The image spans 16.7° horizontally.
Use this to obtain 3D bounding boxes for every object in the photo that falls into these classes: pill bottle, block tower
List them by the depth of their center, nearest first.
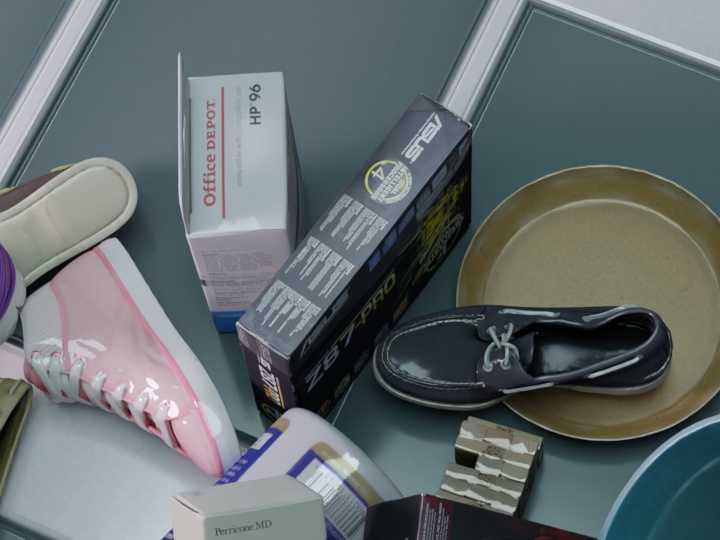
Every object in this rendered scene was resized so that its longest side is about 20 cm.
[{"bbox_3d":[-0.069,0.196,1.552,0.120,0.120,0.200,40,75,19],"label":"pill bottle"},{"bbox_3d":[0.062,0.193,1.580,0.057,0.054,0.201,15,68,11],"label":"block tower"}]

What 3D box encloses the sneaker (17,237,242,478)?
[{"bbox_3d":[-0.160,0.077,1.635,0.104,0.076,0.201,-29,60,-13],"label":"sneaker"}]

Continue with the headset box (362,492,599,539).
[{"bbox_3d":[0.077,0.227,1.494,0.199,0.075,0.150,17,71,-25],"label":"headset box"}]

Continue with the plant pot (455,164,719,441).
[{"bbox_3d":[0.164,0.024,1.661,0.198,0.028,0.202,-2,66,4],"label":"plant pot"}]

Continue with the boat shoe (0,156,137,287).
[{"bbox_3d":[-0.247,-0.019,1.693,0.199,0.060,0.072,-29,98,-7],"label":"boat shoe"}]

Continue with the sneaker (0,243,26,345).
[{"bbox_3d":[-0.281,0.058,1.586,0.080,0.084,0.201,9,63,10],"label":"sneaker"}]

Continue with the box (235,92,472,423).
[{"bbox_3d":[0.000,0.000,1.611,0.049,0.161,0.200,33,72,17],"label":"box"}]

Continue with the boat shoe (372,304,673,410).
[{"bbox_3d":[0.105,0.047,1.607,0.198,0.063,0.073,-1,66,4],"label":"boat shoe"}]

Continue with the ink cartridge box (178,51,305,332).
[{"bbox_3d":[-0.076,-0.051,1.617,0.067,0.200,0.117,-4,66,3],"label":"ink cartridge box"}]

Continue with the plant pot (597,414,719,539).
[{"bbox_3d":[0.268,0.209,1.467,0.199,0.187,0.202,-28,50,38],"label":"plant pot"}]

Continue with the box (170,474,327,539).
[{"bbox_3d":[-0.059,0.229,1.457,0.081,0.068,0.202,-9,100,-19],"label":"box"}]

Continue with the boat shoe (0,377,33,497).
[{"bbox_3d":[-0.258,0.162,1.609,0.063,0.073,0.202,0,59,9],"label":"boat shoe"}]
